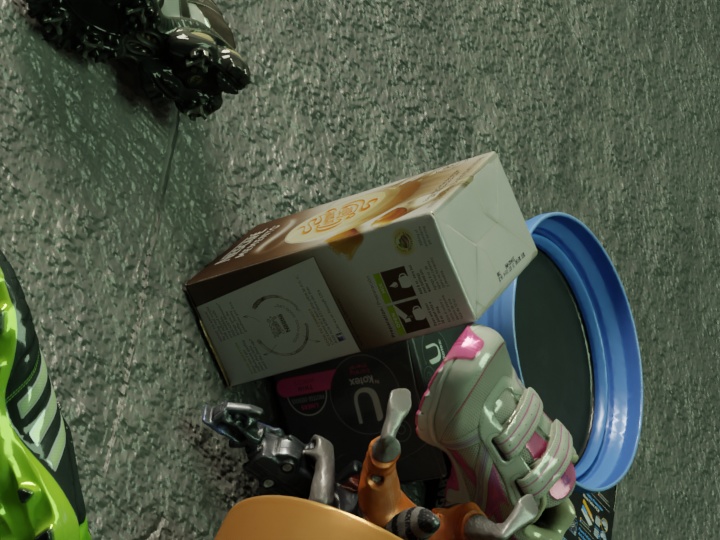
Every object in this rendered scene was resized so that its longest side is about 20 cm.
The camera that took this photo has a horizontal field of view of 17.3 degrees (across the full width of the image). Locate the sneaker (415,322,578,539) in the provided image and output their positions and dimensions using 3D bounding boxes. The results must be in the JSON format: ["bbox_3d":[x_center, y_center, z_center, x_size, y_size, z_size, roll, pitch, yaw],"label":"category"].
[{"bbox_3d":[0.098,0.110,1.524,0.081,0.088,0.200,-55,148,-27],"label":"sneaker"}]

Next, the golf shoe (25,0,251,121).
[{"bbox_3d":[-0.154,-0.179,1.532,0.200,0.078,0.095,41,28,-45],"label":"golf shoe"}]

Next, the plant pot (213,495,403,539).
[{"bbox_3d":[-0.027,0.253,1.438,0.200,0.200,0.140,53,53,-32],"label":"plant pot"}]

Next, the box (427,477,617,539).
[{"bbox_3d":[0.132,0.167,1.849,0.200,0.050,0.199,46,41,-39],"label":"box"}]

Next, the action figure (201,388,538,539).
[{"bbox_3d":[-0.013,0.154,1.506,0.200,0.193,0.105,31,45,-17],"label":"action figure"}]

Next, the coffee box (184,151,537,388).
[{"bbox_3d":[0.000,0.000,1.561,0.114,0.200,0.080,-43,112,-56],"label":"coffee box"}]

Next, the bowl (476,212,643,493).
[{"bbox_3d":[0.141,0.061,1.680,0.201,0.039,0.201,27,57,-53],"label":"bowl"}]

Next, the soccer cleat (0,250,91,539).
[{"bbox_3d":[-0.202,0.077,1.349,0.081,0.067,0.200,-18,94,-77],"label":"soccer cleat"}]

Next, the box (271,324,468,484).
[{"bbox_3d":[0.044,0.081,1.673,0.200,0.122,0.106,-20,97,-59],"label":"box"}]
